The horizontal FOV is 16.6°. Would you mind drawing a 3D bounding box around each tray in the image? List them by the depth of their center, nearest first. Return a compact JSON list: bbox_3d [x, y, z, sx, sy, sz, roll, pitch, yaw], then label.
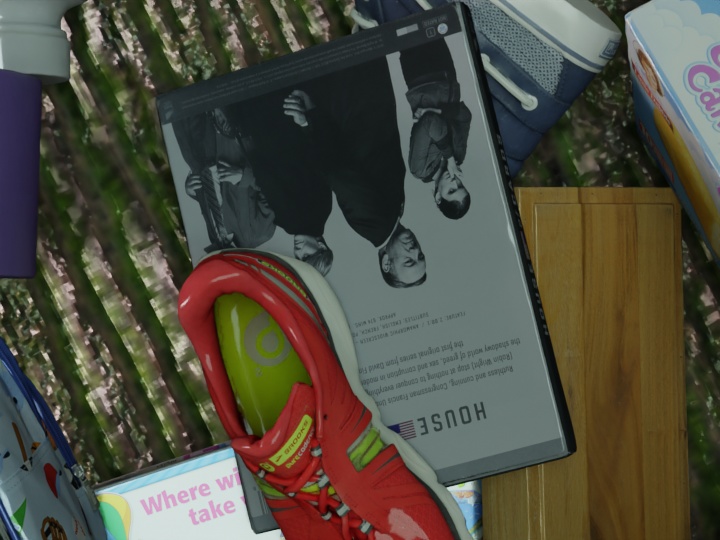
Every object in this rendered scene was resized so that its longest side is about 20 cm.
[{"bbox_3d":[0.102,0.064,1.108,0.098,0.037,0.202,-1,90,-36],"label":"tray"}]

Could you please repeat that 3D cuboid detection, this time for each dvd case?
[{"bbox_3d":[0.000,0.000,1.078,0.149,0.025,0.202,-15,84,17],"label":"dvd case"}]

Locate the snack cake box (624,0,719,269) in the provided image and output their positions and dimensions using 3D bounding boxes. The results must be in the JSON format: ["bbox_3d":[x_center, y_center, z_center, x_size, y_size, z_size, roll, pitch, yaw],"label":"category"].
[{"bbox_3d":[0.188,-0.021,1.043,0.067,0.115,0.201,-27,66,-1],"label":"snack cake box"}]

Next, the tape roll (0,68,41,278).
[{"bbox_3d":[-0.232,-0.042,1.023,0.198,0.200,0.086,1,89,-4],"label":"tape roll"}]

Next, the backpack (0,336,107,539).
[{"bbox_3d":[-0.203,0.100,1.030,0.199,0.154,0.192,-19,108,12],"label":"backpack"}]

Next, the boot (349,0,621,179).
[{"bbox_3d":[0.014,-0.129,1.112,0.200,0.073,0.091,39,106,8],"label":"boot"}]

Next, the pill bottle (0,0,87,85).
[{"bbox_3d":[-0.163,-0.183,1.075,0.110,0.111,0.202,-2,90,-4],"label":"pill bottle"}]

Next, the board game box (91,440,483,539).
[{"bbox_3d":[-0.030,0.139,1.120,0.198,0.034,0.136,-17,91,-4],"label":"board game box"}]

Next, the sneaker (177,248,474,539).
[{"bbox_3d":[-0.021,0.082,1.024,0.077,0.085,0.201,-34,78,15],"label":"sneaker"}]
